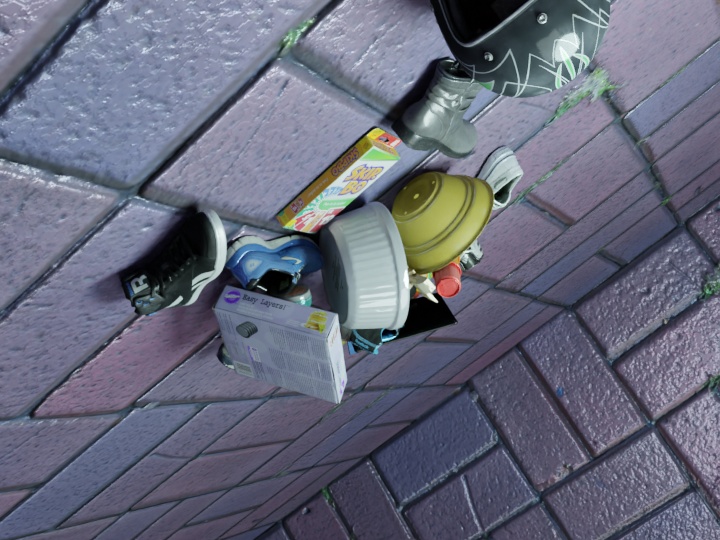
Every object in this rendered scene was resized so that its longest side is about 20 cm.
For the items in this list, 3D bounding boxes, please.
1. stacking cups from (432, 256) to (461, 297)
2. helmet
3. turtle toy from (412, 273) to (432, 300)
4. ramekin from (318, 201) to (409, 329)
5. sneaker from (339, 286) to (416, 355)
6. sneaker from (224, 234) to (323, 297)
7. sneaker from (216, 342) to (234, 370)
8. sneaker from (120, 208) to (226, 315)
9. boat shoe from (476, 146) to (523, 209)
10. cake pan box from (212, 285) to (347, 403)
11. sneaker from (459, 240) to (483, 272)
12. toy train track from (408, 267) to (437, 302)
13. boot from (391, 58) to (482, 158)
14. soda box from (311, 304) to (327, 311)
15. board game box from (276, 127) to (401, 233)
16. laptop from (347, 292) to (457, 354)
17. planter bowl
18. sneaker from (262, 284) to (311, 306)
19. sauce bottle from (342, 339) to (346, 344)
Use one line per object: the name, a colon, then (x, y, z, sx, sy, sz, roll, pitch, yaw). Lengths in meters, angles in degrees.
stacking cups: (0.141, -0.033, 1.459, 0.060, 0.201, 0.061, -1, 126, -2)
helmet: (0.180, -0.286, 0.976, 0.199, 0.192, 0.200, -30, 162, -11)
turtle toy: (0.054, 0.018, 1.656, 0.198, 0.102, 0.146, -22, 161, 1)
ramekin: (0.000, 0.000, 1.396, 0.093, 0.204, 0.203, -11, 155, -16)
sneaker: (0.046, 0.080, 1.526, 0.200, 0.082, 0.074, -37, 153, -43)
sneaker: (-0.123, 0.001, 1.349, 0.079, 0.090, 0.199, -43, 159, 31)
sneaker: (-0.171, 0.102, 1.575, 0.199, 0.078, 0.087, -29, 151, -35)
sneaker: (-0.252, 0.002, 1.164, 0.111, 0.073, 0.200, -21, 159, -37)
boat shoe: (0.241, -0.143, 1.627, 0.073, 0.067, 0.200, -26, 160, -18)
cake pan box: (-0.116, 0.117, 1.346, 0.201, 0.182, 0.053, 82, 27, -52)
sneaker: (0.174, -0.061, 1.623, 0.075, 0.116, 0.200, -39, 161, 21)
toy train track: (0.058, 0.014, 1.445, 0.033, 0.115, 0.200, -46, -156, -10)
boot: (0.142, -0.230, 1.258, 0.132, 0.070, 0.199, -50, 160, 28)
soda box: (-0.074, 0.102, 1.492, 0.200, 0.063, 0.069, -15, 129, -90)
board game box: (-0.025, -0.128, 1.295, 0.200, 0.030, 0.095, -43, 160, 18)
laptop: (0.073, 0.124, 1.623, 0.185, 0.117, 0.200, -16, -156, -5)
planter bowl: (0.111, -0.098, 1.435, 0.200, 0.201, 0.083, -38, 120, 15)
sneaker: (-0.131, 0.074, 1.411, 0.071, 0.081, 0.199, -20, -176, -34)
sauce bottle: (-0.047, 0.121, 1.811, 0.200, 0.066, 0.066, -42, 159, 23)
